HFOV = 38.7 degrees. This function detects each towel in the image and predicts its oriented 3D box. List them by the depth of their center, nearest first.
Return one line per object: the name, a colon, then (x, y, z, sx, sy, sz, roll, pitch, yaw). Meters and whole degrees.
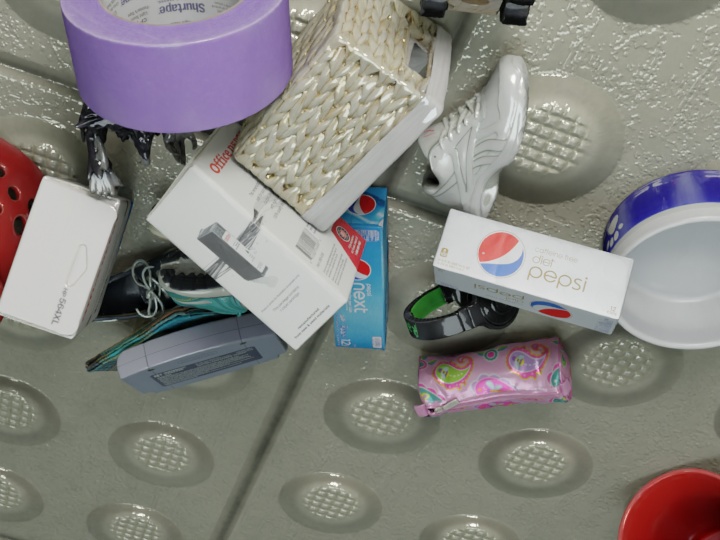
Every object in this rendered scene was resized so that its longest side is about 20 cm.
towel: (-0.232, 0.087, 1.289, 0.198, 0.022, 0.146, -29, 160, 31)

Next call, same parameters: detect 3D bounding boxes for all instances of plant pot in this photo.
plant pot: (-0.464, -0.031, 1.151, 0.197, 0.184, 0.202, 5, 137, 5)
plant pot: (0.489, 0.404, 1.441, 0.198, 0.203, 0.177, -25, 136, 29)

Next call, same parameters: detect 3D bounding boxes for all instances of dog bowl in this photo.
dog bowl: (0.365, -0.009, 1.120, 0.196, 0.080, 0.202, 4, 135, 4)

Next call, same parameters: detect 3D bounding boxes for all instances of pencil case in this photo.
pencil case: (0.165, 0.138, 1.290, 0.197, 0.088, 0.088, -10, 132, 16)

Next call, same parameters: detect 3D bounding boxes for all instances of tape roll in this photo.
tape roll: (-0.159, -0.213, 0.908, 0.196, 0.202, 0.086, 4, 133, 5)

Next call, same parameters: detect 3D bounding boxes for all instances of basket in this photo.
basket: (-0.020, -0.163, 0.987, 0.122, 0.137, 0.200, 32, 130, -19)

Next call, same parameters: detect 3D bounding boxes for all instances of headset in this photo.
headset: (0.148, 0.036, 1.167, 0.197, 0.124, 0.095, -25, 105, 0)

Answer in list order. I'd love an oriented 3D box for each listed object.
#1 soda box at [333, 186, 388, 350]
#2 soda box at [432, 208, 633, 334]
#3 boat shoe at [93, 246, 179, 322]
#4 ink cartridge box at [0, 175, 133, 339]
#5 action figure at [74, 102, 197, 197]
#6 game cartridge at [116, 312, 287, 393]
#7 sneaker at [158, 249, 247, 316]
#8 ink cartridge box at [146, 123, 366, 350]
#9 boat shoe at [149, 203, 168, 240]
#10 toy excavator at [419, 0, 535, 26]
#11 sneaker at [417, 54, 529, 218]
soda box: (0.000, 0.000, 1.190, 0.063, 0.068, 0.202, 3, 134, 5)
soda box: (0.178, 0.001, 1.071, 0.197, 0.069, 0.064, 17, 165, 11)
boat shoe: (-0.256, 0.020, 1.242, 0.197, 0.062, 0.076, -11, 105, 21)
ink cartridge box: (-0.308, -0.019, 1.094, 0.083, 0.200, 0.148, 19, 90, -8)
action figure: (-0.219, -0.134, 0.998, 0.117, 0.200, 0.104, -19, 110, -16)
game cartridge: (-0.194, 0.102, 1.272, 0.197, 0.042, 0.134, -16, 158, 0)
sneaker: (-0.127, 0.014, 1.157, 0.196, 0.079, 0.080, 5, 151, 2)
ink cartridge box: (-0.100, -0.041, 1.033, 0.200, 0.145, 0.084, 43, 115, -12)
boat shoe: (-0.143, -0.073, 1.143, 0.196, 0.072, 0.066, 1, 124, 10)
toy excavator: (0.105, -0.323, 0.843, 0.098, 0.204, 0.194, 5, 179, 2)
sneaker: (0.109, -0.134, 1.040, 0.098, 0.079, 0.202, 15, 134, -2)
